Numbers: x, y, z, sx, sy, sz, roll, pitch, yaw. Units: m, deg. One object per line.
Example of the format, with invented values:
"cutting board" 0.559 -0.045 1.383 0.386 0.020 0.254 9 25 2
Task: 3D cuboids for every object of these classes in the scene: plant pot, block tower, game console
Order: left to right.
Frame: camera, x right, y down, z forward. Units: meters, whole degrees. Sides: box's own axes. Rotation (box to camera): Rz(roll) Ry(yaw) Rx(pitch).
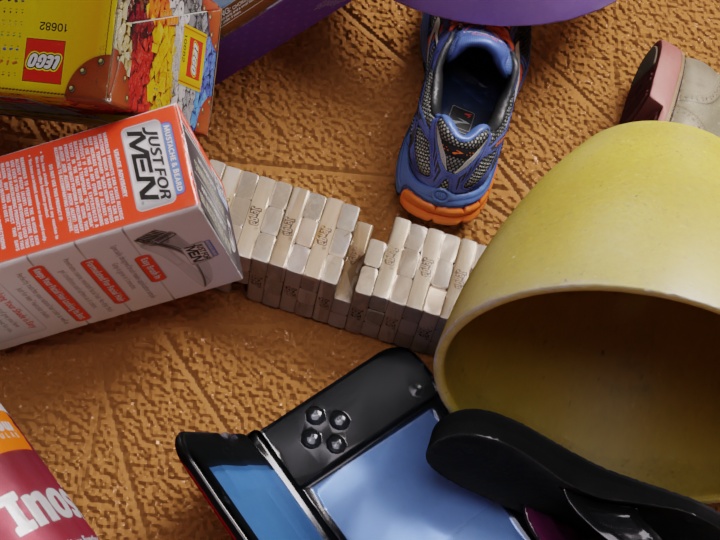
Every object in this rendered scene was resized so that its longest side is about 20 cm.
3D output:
"block tower" 0.000 0.000 0.967 0.198 0.058 0.054 17 64 0
"game console" 0.022 0.138 0.872 0.171 0.119 0.201 -31 74 -21
"plant pot" 0.147 0.009 0.875 0.198 0.201 0.143 16 57 -2

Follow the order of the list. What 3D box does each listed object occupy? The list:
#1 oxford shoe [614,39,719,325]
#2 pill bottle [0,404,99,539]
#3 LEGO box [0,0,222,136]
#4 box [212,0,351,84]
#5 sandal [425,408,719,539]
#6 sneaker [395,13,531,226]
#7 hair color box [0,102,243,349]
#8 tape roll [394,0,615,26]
"oxford shoe" 0.189 -0.045 1.012 0.074 0.071 0.202 20 66 -7
"pill bottle" -0.199 0.134 0.839 0.113 0.113 0.200 -34 75 -22
"LEGO box" -0.193 -0.126 0.903 0.198 0.149 0.078 7 90 14
"box" -0.068 -0.195 0.982 0.039 0.199 0.138 19 51 -51
"sandal" 0.122 0.138 0.899 0.199 0.075 0.048 25 55 -12
"sneaker" 0.072 -0.125 1.020 0.074 0.079 0.202 12 58 -6
"hair color box" -0.171 -0.012 0.884 0.198 0.111 0.065 -15 69 3
"tape roll" 0.084 -0.239 1.033 0.197 0.086 0.201 1 42 -1
